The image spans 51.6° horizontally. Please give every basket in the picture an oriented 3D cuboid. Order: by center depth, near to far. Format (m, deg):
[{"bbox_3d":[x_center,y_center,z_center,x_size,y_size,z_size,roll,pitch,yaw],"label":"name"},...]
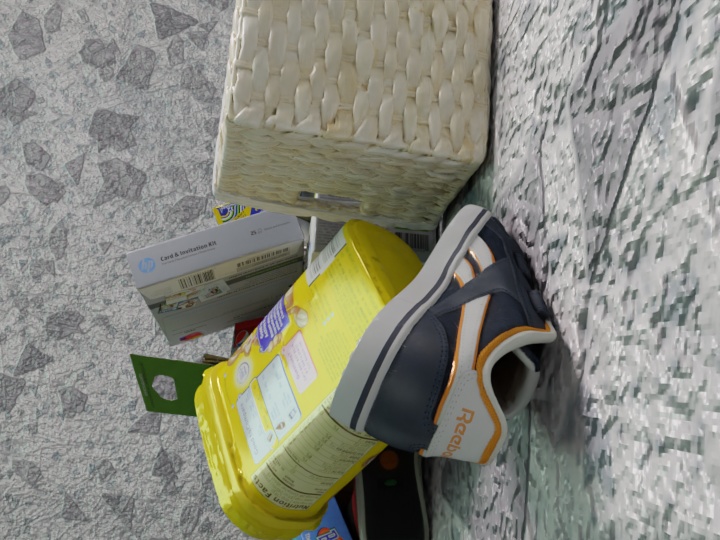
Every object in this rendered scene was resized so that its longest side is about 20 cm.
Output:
[{"bbox_3d":[-0.006,-0.155,0.586,0.161,0.198,0.200,130,147,-72],"label":"basket"}]

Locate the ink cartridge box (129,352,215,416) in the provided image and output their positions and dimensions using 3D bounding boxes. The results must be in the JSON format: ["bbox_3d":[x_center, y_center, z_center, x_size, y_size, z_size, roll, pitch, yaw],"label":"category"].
[{"bbox_3d":[-0.136,0.161,0.759,0.148,0.200,0.076,102,176,-56],"label":"ink cartridge box"}]

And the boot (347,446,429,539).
[{"bbox_3d":[0.016,0.151,0.649,0.144,0.072,0.200,111,161,-73],"label":"boot"}]

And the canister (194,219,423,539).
[{"bbox_3d":[-0.026,0.079,0.547,0.200,0.086,0.149,-48,46,24],"label":"canister"}]

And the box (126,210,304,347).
[{"bbox_3d":[-0.137,0.012,0.753,0.200,0.156,0.041,102,148,-68],"label":"box"}]

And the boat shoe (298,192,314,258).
[{"bbox_3d":[-0.059,-0.026,0.991,0.066,0.072,0.200,-104,8,-53],"label":"boat shoe"}]

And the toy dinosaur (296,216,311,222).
[{"bbox_3d":[-0.002,-0.064,0.794,0.088,0.200,0.048,-39,55,29],"label":"toy dinosaur"}]

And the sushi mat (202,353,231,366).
[{"bbox_3d":[-0.061,0.118,0.775,0.096,0.200,0.012,106,171,-62],"label":"sushi mat"}]

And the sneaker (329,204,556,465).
[{"bbox_3d":[0.058,0.031,0.389,0.200,0.079,0.079,-49,-21,-55],"label":"sneaker"}]

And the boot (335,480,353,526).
[{"bbox_3d":[-0.014,0.240,0.775,0.155,0.074,0.200,120,153,-65],"label":"boot"}]

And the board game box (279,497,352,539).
[{"bbox_3d":[-0.024,0.300,0.648,0.200,0.045,0.152,-122,30,-50],"label":"board game box"}]

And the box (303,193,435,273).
[{"bbox_3d":[0.000,0.000,0.741,0.200,0.112,0.101,103,171,-57],"label":"box"}]

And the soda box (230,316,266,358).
[{"bbox_3d":[-0.059,0.116,0.863,0.200,0.070,0.064,35,-130,-49],"label":"soda box"}]

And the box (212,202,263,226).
[{"bbox_3d":[-0.107,-0.021,0.863,0.200,0.070,0.064,80,169,-72],"label":"box"}]
